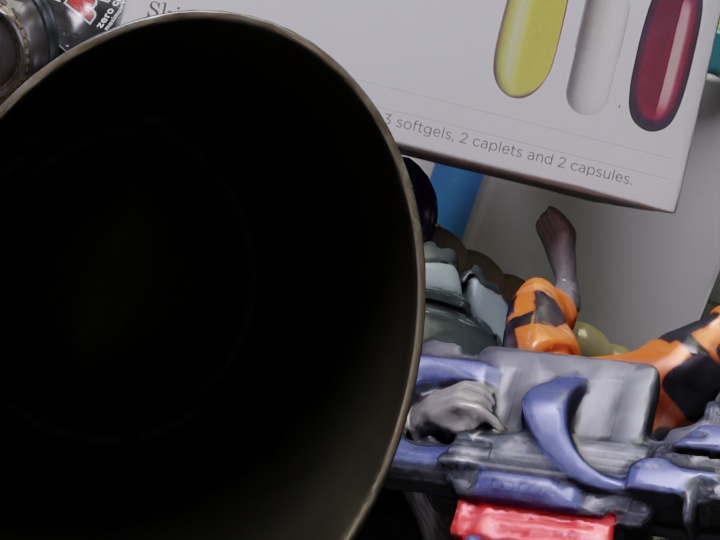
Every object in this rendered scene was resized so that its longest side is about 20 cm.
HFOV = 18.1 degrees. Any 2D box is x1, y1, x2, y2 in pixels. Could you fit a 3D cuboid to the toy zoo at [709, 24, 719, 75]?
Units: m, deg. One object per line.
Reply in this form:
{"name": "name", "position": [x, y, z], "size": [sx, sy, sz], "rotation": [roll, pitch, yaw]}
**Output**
{"name": "toy zoo", "position": [0.097, -0.124, 1.026], "size": [0.199, 0.021, 0.131], "rotation": [5, 21, -44]}

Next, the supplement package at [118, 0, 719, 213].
{"name": "supplement package", "position": [0.018, -0.099, 0.823], "size": [0.198, 0.112, 0.156], "rotation": [13, 2, -5]}

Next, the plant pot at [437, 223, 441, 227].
{"name": "plant pot", "position": [0.000, 0.000, 0.897], "size": [0.199, 0.028, 0.200], "rotation": [36, 21, -15]}

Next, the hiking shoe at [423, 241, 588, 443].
{"name": "hiking shoe", "position": [0.059, 0.071, 0.801], "size": [0.199, 0.074, 0.087], "rotation": [29, 54, -30]}

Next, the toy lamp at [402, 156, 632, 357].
{"name": "toy lamp", "position": [0.081, 0.030, 0.864], "size": [0.199, 0.058, 0.058], "rotation": [30, 10, -23]}

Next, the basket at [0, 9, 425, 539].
{"name": "basket", "position": [-0.070, 0.010, 0.668], "size": [0.135, 0.182, 0.200], "rotation": [17, 4, -13]}

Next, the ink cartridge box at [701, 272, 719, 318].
{"name": "ink cartridge box", "position": [0.194, -0.090, 1.257], "size": [0.083, 0.201, 0.145], "rotation": [18, 15, -9]}

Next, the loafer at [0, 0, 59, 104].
{"name": "loafer", "position": [-0.210, -0.078, 0.858], "size": [0.198, 0.073, 0.072], "rotation": [-3, 19, 22]}

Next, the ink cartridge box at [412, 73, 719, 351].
{"name": "ink cartridge box", "position": [0.075, -0.064, 1.114], "size": [0.146, 0.147, 0.200], "rotation": [11, 17, -30]}

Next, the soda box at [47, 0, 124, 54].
{"name": "soda box", "position": [-0.140, -0.133, 0.957], "size": [0.200, 0.063, 0.071], "rotation": [41, -16, 17]}

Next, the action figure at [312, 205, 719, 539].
{"name": "action figure", "position": [0.097, 0.061, 0.686], "size": [0.198, 0.105, 0.194], "rotation": [12, 46, 24]}
